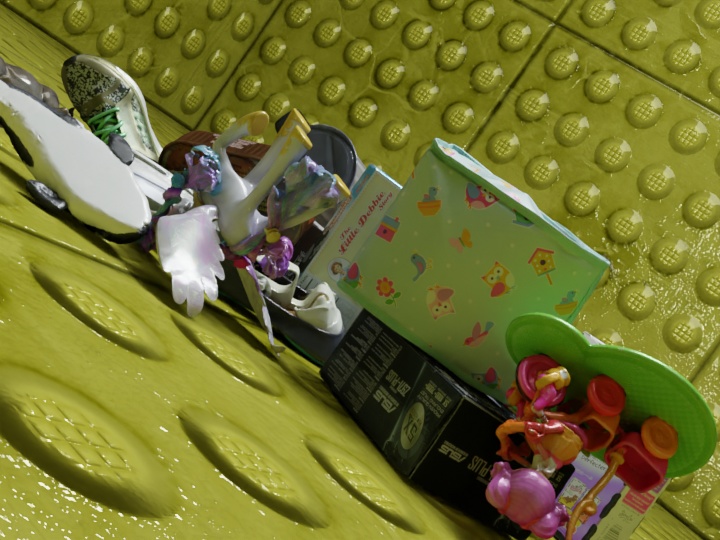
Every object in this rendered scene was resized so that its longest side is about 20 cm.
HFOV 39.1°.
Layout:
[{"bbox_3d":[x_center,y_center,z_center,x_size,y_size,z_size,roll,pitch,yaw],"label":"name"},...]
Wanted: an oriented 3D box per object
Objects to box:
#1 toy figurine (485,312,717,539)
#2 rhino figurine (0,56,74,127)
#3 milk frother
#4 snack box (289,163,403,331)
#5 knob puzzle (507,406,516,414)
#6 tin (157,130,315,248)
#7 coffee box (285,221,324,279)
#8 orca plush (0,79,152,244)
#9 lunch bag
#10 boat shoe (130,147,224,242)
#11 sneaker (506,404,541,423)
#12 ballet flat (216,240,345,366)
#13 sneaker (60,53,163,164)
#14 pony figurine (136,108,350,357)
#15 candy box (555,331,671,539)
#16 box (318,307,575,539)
[{"bbox_3d":[0.163,0.160,0.802,0.199,0.185,0.150,39,-37,1],"label":"toy figurine"},{"bbox_3d":[-0.346,-0.170,1.079,0.087,0.060,0.200,40,3,28],"label":"rhino figurine"},{"bbox_3d":[-0.080,-0.082,1.323,0.180,0.201,0.188,40,-2,26],"label":"milk frother"},{"bbox_3d":[0.000,0.000,1.111,0.115,0.201,0.037,35,5,-18],"label":"snack box"},{"bbox_3d":[0.105,0.109,1.145,0.216,0.031,0.221,9,-39,8],"label":"knob puzzle"},{"bbox_3d":[-0.133,-0.087,1.090,0.197,0.114,0.042,16,36,29],"label":"tin"},{"bbox_3d":[-0.130,-0.047,1.184,0.199,0.114,0.080,38,4,33],"label":"coffee box"},{"bbox_3d":[-0.268,-0.084,0.876,0.198,0.071,0.106,30,48,-9],"label":"orca plush"},{"bbox_3d":[0.108,0.003,0.936,0.199,0.172,0.122,36,11,8],"label":"lunch bag"},{"bbox_3d":[-0.181,-0.069,1.065,0.200,0.074,0.087,30,49,-26],"label":"boat shoe"},{"bbox_3d":[0.163,0.094,1.017,0.199,0.084,0.077,37,3,6],"label":"sneaker"},{"bbox_3d":[-0.071,0.031,1.043,0.199,0.074,0.073,36,3,-15],"label":"ballet flat"},{"bbox_3d":[-0.265,-0.144,1.119,0.202,0.076,0.089,60,11,-21],"label":"sneaker"},{"bbox_3d":[-0.111,-0.041,0.920,0.166,0.199,0.194,43,12,-51],"label":"pony figurine"},{"bbox_3d":[0.264,0.198,1.140,0.071,0.201,0.168,33,5,-38],"label":"candy box"},{"bbox_3d":[0.076,0.140,0.949,0.163,0.087,0.200,35,3,-34],"label":"box"}]
